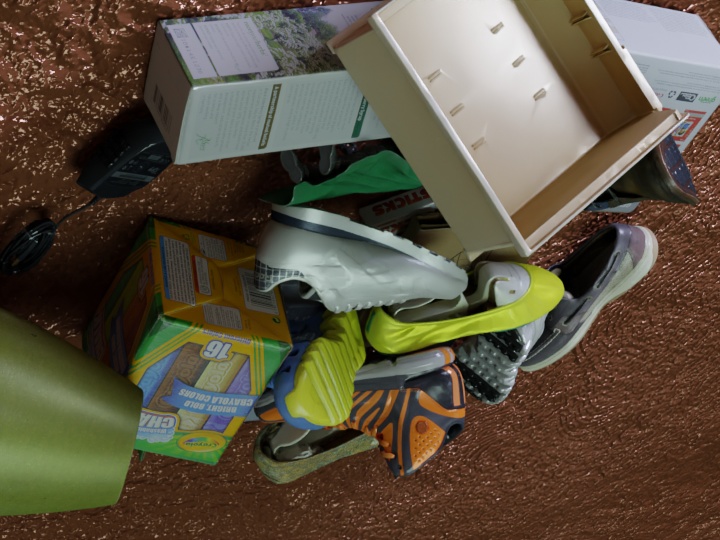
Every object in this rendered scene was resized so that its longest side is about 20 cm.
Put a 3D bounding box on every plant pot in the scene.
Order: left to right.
[{"bbox_3d":[-0.276,0.113,1.268,0.199,0.188,0.187,14,133,-11],"label":"plant pot"}]

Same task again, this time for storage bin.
[{"bbox_3d":[0.114,-0.143,1.207,0.198,0.200,0.094,-39,-170,-23],"label":"storage bin"}]

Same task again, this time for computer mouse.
[{"bbox_3d":[-0.219,-0.061,1.287,0.200,0.034,0.059,-36,162,20],"label":"computer mouse"}]

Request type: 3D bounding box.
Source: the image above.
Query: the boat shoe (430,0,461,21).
[{"bbox_3d":[0.088,-0.141,1.302,0.071,0.070,0.201,-42,137,-46],"label":"boat shoe"}]

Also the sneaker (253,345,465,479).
[{"bbox_3d":[0.002,0.144,1.523,0.199,0.113,0.078,-13,-178,14],"label":"sneaker"}]

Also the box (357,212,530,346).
[{"bbox_3d":[0.082,0.005,1.551,0.163,0.021,0.200,-7,149,-30],"label":"box"}]

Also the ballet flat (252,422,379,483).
[{"bbox_3d":[-0.015,0.145,1.595,0.199,0.071,0.071,-26,146,5],"label":"ballet flat"}]

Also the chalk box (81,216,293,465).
[{"bbox_3d":[-0.162,0.076,1.395,0.123,0.125,0.200,16,127,-27],"label":"chalk box"}]

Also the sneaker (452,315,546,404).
[{"bbox_3d":[0.144,0.072,1.644,0.081,0.075,0.200,-46,173,-28],"label":"sneaker"}]

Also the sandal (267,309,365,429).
[{"bbox_3d":[-0.051,0.088,1.428,0.087,0.080,0.200,-13,-168,12],"label":"sandal"}]

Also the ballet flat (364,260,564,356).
[{"bbox_3d":[0.099,0.026,1.512,0.199,0.067,0.067,-16,138,-13],"label":"ballet flat"}]

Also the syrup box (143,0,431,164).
[{"bbox_3d":[-0.054,-0.144,1.241,0.199,0.079,0.082,-9,140,-26],"label":"syrup box"}]

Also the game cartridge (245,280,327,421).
[{"bbox_3d":[-0.088,0.068,1.533,0.133,0.041,0.200,-3,139,-37],"label":"game cartridge"}]

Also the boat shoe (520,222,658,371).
[{"bbox_3d":[0.211,0.022,1.654,0.065,0.072,0.200,24,124,-36],"label":"boat shoe"}]

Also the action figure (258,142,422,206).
[{"bbox_3d":[0.019,-0.089,1.367,0.118,0.055,0.200,-13,175,36],"label":"action figure"}]

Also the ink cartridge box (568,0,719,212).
[{"bbox_3d":[0.195,-0.142,1.411,0.199,0.084,0.176,3,134,-37],"label":"ink cartridge box"}]

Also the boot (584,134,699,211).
[{"bbox_3d":[0.215,-0.070,1.319,0.097,0.075,0.200,-26,-177,13],"label":"boot"}]

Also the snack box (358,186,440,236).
[{"bbox_3d":[0.093,-0.061,1.498,0.199,0.024,0.072,-20,148,-11],"label":"snack box"}]

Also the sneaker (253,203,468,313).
[{"bbox_3d":[0.000,0.000,1.389,0.199,0.076,0.081,17,90,-28],"label":"sneaker"}]

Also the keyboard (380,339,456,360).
[{"bbox_3d":[0.027,0.095,1.628,0.127,0.021,0.200,-12,153,-27],"label":"keyboard"}]
